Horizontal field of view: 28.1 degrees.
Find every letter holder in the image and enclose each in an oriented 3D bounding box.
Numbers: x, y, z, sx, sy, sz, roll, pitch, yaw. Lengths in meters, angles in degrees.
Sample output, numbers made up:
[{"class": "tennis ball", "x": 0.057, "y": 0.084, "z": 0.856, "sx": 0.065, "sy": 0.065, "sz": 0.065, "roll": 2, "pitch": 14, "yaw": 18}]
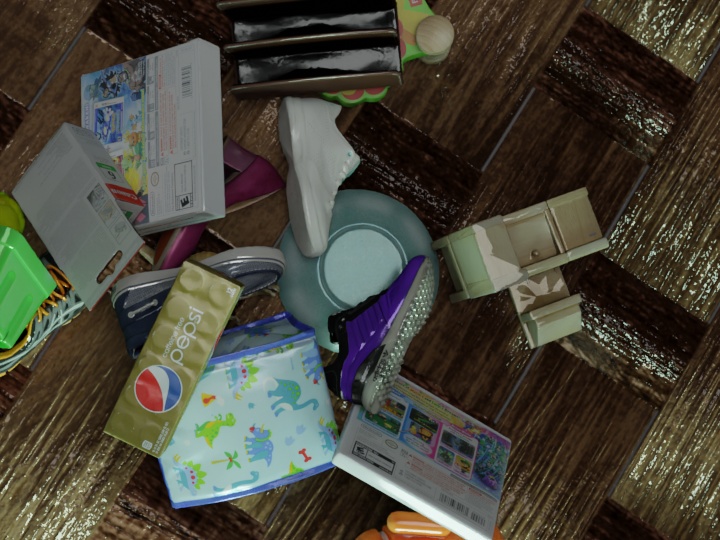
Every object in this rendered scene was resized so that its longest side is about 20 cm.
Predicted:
[{"class": "letter holder", "x": -0.056, "y": -0.262, "z": 1.647, "sx": 0.199, "sy": 0.142, "sz": 0.101, "roll": -5, "pitch": 89, "yaw": 4}]

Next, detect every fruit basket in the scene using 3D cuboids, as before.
[{"class": "fruit basket", "x": -0.434, "y": -0.024, "z": 1.568, "sx": 0.215, "sy": 0.156, "sz": 0.216, "roll": -5, "pitch": 60, "yaw": 8}]

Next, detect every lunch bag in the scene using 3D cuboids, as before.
[{"class": "lunch bag", "x": -0.139, "y": 0.158, "z": 1.614, "sx": 0.200, "sy": 0.127, "sz": 0.170, "roll": -19, "pitch": 105, "yaw": -19}]

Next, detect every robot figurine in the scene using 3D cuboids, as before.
[{"class": "robot figurine", "x": 0.069, "y": 0.340, "z": 1.650, "sx": 0.199, "sy": 0.144, "sz": 0.117, "roll": -11, "pitch": 70, "yaw": -11}]

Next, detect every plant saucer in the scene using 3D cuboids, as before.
[{"class": "plant saucer", "x": 0.000, "y": 0.000, "z": 1.714, "sx": 0.200, "sy": 0.039, "sz": 0.202, "roll": 1, "pitch": 84, "yaw": -9}]

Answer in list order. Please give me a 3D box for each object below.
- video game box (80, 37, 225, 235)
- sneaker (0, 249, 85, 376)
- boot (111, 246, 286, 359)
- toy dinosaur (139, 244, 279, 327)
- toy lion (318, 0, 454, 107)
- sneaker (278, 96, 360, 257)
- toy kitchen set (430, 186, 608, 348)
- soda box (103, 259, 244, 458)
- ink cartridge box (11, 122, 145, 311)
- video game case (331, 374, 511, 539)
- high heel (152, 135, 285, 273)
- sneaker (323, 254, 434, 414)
[{"class": "video game box", "x": -0.236, "y": -0.142, "z": 1.622, "sx": 0.182, "sy": 0.047, "sz": 0.201, "roll": -10, "pitch": 76, "yaw": 31}, {"class": "sneaker", "x": -0.365, "y": 0.041, "z": 1.628, "sx": 0.078, "sy": 0.077, "sz": 0.200, "roll": 39, "pitch": 77, "yaw": -2}, {"class": "boot", "x": -0.171, "y": 0.040, "z": 1.601, "sx": 0.199, "sy": 0.073, "sz": 0.090, "roll": -15, "pitch": 58, "yaw": -8}, {"class": "toy dinosaur", "x": -0.199, "y": 0.018, "z": 1.680, "sx": 0.200, "sy": 0.058, "sz": 0.101, "roll": 20, "pitch": 65, "yaw": -3}, {"class": "toy lion", "x": 0.005, "y": -0.305, "z": 1.741, "sx": 0.191, "sy": 0.069, "sz": 0.201, "roll": -16, "pitch": 87, "yaw": -3}, {"class": "sneaker", "x": -0.042, "y": -0.113, "z": 1.693, "sx": 0.088, "sy": 0.075, "sz": 0.201, "roll": -1, "pitch": 72, "yaw": -18}, {"class": "toy kitchen set", "x": 0.219, "y": 0.003, "z": 1.679, "sx": 0.200, "sy": 0.180, "sz": 0.164, "roll": -20, "pitch": 89, "yaw": -13}, {"class": "soda box", "x": -0.195, "y": 0.090, "z": 1.516, "sx": 0.068, "sy": 0.064, "sz": 0.200, "roll": 26, "pitch": 91, "yaw": -1}, {"class": "ink cartridge box", "x": -0.300, "y": -0.058, "z": 1.595, "sx": 0.109, "sy": 0.050, "sz": 0.200, "roll": -49, "pitch": 59, "yaw": 18}, {"class": "video game case", "x": 0.075, "y": 0.207, "z": 1.651, "sx": 0.200, "sy": 0.182, "sz": 0.024, "roll": 30, "pitch": 123, "yaw": -5}, {"class": "high heel", "x": -0.162, "y": -0.055, "z": 1.663, "sx": 0.096, "sy": 0.067, "sz": 0.200, "roll": 36, "pitch": 69, "yaw": -19}, {"class": "sneaker", "x": 0.013, "y": 0.059, "z": 1.656, "sx": 0.099, "sy": 0.070, "sz": 0.200, "roll": 18, "pitch": 66, "yaw": 20}]
